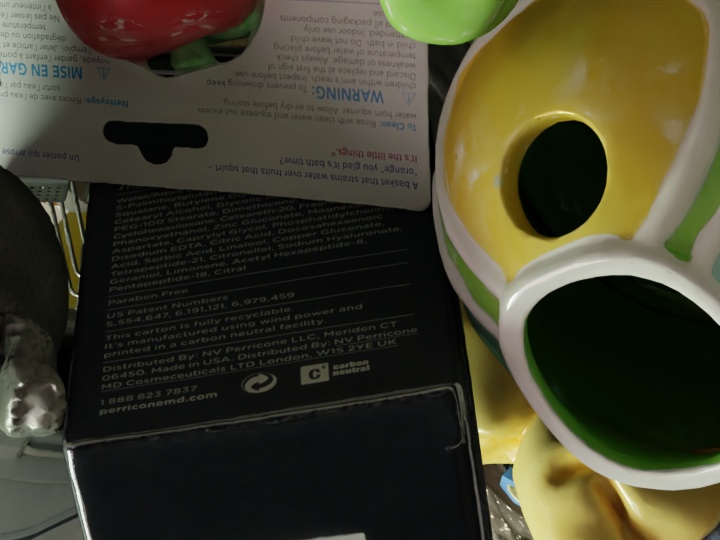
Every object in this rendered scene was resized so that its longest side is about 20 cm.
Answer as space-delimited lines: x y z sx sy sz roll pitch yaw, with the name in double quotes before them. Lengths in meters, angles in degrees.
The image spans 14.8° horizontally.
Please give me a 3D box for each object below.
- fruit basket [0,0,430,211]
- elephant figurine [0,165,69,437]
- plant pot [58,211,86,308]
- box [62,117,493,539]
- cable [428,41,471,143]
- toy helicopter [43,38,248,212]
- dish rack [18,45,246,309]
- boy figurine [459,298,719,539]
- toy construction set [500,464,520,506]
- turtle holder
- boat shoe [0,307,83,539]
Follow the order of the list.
"fruit basket" -0.061 -0.123 0.786 0.184 0.094 0.201 5 111 25
"elephant figurine" -0.168 -0.045 0.755 0.201 0.154 0.142 65 -163 -14
"plant pot" -0.072 0.090 1.326 0.176 0.200 0.200 25 152 29
"box" -0.018 0.052 0.814 0.200 0.106 0.149 -96 -4 -60
"cable" 0.039 -0.077 0.903 0.200 0.069 0.200 57 162 -22
"toy helicopter" -0.113 -0.068 1.018 0.199 0.079 0.132 17 145 -20
"dish rack" -0.111 -0.010 0.970 0.200 0.153 0.055 118 150 -61
"boy figurine" 0.100 0.070 0.934 0.199 0.125 0.065 23 147 19
"toy construction set" 0.097 0.072 1.038 0.200 0.092 0.131 57 164 16
"turtle holder" 0.084 -0.029 0.730 0.140 0.132 0.186 3 130 19
"boat shoe" -0.102 0.044 0.899 0.072 0.066 0.200 30 -164 13
